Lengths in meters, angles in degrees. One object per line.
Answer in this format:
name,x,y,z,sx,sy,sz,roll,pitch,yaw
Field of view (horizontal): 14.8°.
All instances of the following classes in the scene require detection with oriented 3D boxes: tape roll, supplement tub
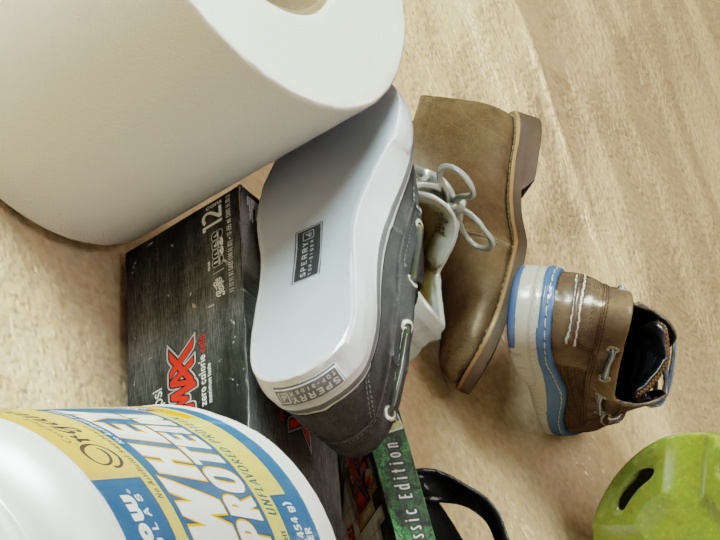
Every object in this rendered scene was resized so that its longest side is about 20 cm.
tape roll,-0.095,-0.129,1.203,0.203,0.139,0.203,38,37,-36
supplement tub,-0.108,0.118,0.923,0.200,0.145,0.145,3,62,-62

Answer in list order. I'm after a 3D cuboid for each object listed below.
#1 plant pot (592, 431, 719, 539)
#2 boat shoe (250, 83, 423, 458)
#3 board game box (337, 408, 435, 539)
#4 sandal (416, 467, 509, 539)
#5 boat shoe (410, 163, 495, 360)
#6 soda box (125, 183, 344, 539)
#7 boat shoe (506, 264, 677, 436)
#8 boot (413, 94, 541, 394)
plant pot,0.228,0.167,1.507,0.184,0.200,0.201,18,47,-41
boat shoe,0.000,0.000,1.184,0.066,0.070,0.200,54,24,-32
board game box,0.012,0.148,1.191,0.023,0.105,0.200,-6,61,-19
sandal,0.039,0.126,1.322,0.200,0.045,0.075,52,25,-20
boat shoe,0.026,-0.020,1.389,0.075,0.086,0.202,52,19,-18
soda box,-0.055,0.065,1.173,0.063,0.071,0.200,40,32,-37
boat shoe,0.131,0.051,1.493,0.200,0.072,0.072,41,57,-70
boot,0.049,-0.017,1.497,0.075,0.074,0.200,20,44,-13
